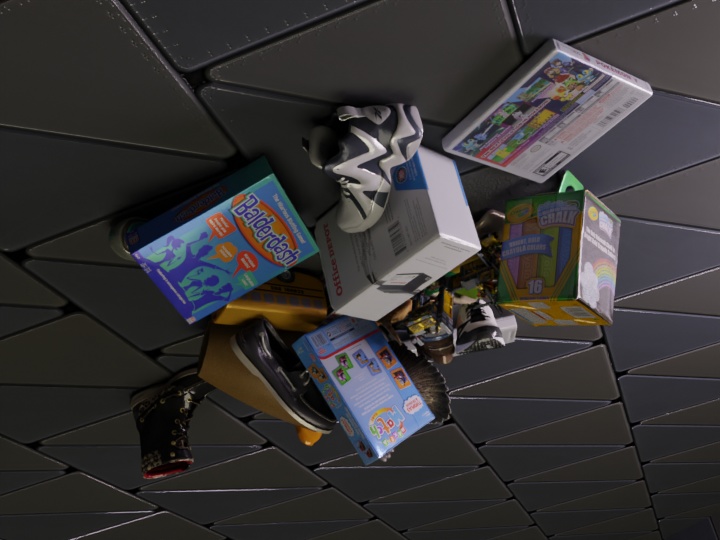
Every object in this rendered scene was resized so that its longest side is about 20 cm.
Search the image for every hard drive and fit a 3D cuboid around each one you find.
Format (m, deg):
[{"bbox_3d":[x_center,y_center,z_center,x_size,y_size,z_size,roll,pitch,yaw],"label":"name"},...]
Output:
[{"bbox_3d":[0.170,0.125,1.661,0.200,0.026,0.132,-13,163,3],"label":"hard drive"}]

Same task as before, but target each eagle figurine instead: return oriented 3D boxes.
[{"bbox_3d":[0.036,0.182,1.506,0.151,0.200,0.152,9,112,-25],"label":"eagle figurine"}]

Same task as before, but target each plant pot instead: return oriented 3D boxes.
[{"bbox_3d":[-0.145,0.140,1.473,0.200,0.187,0.186,13,144,-14],"label":"plant pot"}]

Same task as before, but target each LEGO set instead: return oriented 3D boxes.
[{"bbox_3d":[0.112,0.022,1.361,0.200,0.116,0.154,-18,131,24],"label":"LEGO set"}]

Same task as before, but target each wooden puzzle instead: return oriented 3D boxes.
[{"bbox_3d":[0.183,-0.008,1.459,0.185,0.037,0.200,18,138,-40],"label":"wooden puzzle"}]

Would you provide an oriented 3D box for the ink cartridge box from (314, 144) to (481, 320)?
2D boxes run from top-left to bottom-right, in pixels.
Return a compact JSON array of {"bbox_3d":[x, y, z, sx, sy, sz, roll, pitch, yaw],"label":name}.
[{"bbox_3d":[0.043,-0.045,1.239,0.084,0.145,0.200,16,140,-41],"label":"ink cartridge box"}]

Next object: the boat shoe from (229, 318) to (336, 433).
[{"bbox_3d":[-0.097,0.150,1.358,0.063,0.073,0.200,-42,99,14],"label":"boat shoe"}]

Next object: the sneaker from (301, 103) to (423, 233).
[{"bbox_3d":[-0.022,-0.126,1.149,0.129,0.080,0.199,6,145,-25],"label":"sneaker"}]

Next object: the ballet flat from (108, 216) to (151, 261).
[{"bbox_3d":[-0.237,-0.031,1.262,0.200,0.068,0.064,14,168,-36],"label":"ballet flat"}]

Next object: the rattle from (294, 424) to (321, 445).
[{"bbox_3d":[-0.050,0.187,1.608,0.200,0.143,0.130,-28,128,35],"label":"rattle"}]

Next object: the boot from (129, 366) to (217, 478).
[{"bbox_3d":[-0.301,0.255,1.609,0.200,0.151,0.073,-22,148,16],"label":"boot"}]

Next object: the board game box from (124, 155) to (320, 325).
[{"bbox_3d":[-0.171,-0.035,1.204,0.200,0.045,0.152,-30,135,0],"label":"board game box"}]

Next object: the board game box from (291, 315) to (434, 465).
[{"bbox_3d":[0.007,0.162,1.383,0.037,0.200,0.151,-39,170,38],"label":"board game box"}]

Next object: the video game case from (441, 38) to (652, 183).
[{"bbox_3d":[0.231,-0.191,1.187,0.182,0.023,0.200,12,143,-36],"label":"video game case"}]

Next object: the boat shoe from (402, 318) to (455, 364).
[{"bbox_3d":[0.111,0.111,1.519,0.072,0.073,0.200,-12,-177,1],"label":"boat shoe"}]

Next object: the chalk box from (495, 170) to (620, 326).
[{"bbox_3d":[0.275,-0.035,1.312,0.124,0.200,0.124,-5,158,38],"label":"chalk box"}]

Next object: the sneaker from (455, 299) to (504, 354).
[{"bbox_3d":[0.175,0.086,1.463,0.074,0.080,0.200,-6,178,0],"label":"sneaker"}]

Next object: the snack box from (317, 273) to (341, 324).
[{"bbox_3d":[0.000,0.000,1.371,0.024,0.072,0.200,15,140,-36],"label":"snack box"}]

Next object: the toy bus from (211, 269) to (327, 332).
[{"bbox_3d":[-0.153,0.037,1.372,0.200,0.078,0.065,8,144,-30],"label":"toy bus"}]

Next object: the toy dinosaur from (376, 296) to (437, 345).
[{"bbox_3d":[0.052,0.060,1.472,0.106,0.061,0.200,-10,-168,31],"label":"toy dinosaur"}]
